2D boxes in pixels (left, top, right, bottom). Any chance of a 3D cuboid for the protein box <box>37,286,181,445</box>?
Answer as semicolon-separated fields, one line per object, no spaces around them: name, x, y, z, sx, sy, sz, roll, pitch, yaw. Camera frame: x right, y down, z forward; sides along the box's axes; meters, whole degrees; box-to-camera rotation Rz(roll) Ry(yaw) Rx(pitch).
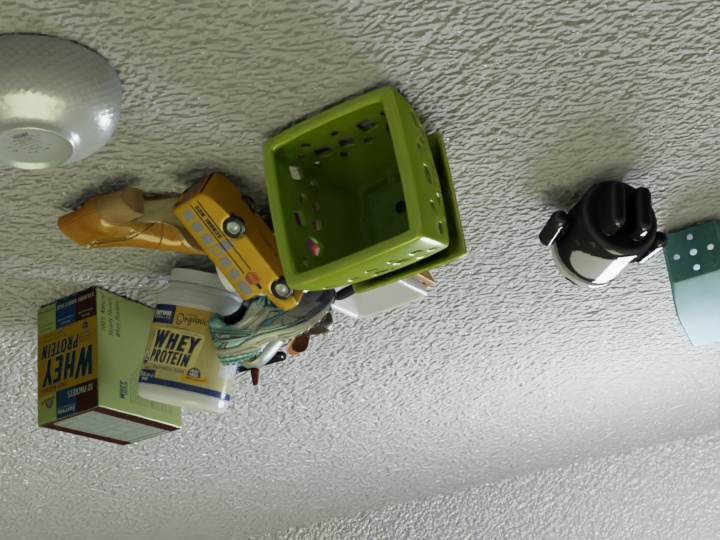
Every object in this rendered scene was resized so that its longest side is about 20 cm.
protein box;-0.411;0.162;1.831;0.134;0.201;0.200;-19;154;26

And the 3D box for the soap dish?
soap dish;0.000;0.000;1.724;0.156;0.082;0.199;-19;154;28

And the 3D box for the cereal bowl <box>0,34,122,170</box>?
cereal bowl;-0.362;-0.168;1.224;0.198;0.084;0.200;-5;158;-2

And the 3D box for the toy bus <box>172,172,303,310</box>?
toy bus;-0.156;-0.032;1.485;0.078;0.065;0.201;-27;113;24

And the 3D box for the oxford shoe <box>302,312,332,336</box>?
oxford shoe;-0.105;0.073;1.787;0.084;0.073;0.200;27;176;-27

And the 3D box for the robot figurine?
robot figurine;0.360;-0.051;1.649;0.125;0.150;0.200;-41;171;-27

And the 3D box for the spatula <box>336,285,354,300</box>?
spatula;0.010;0.006;1.613;0.056;0.021;0.200;6;153;-30

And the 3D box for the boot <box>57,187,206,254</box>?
boot;-0.302;-0.057;1.537;0.143;0.072;0.200;-17;153;37

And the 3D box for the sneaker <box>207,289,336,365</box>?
sneaker;-0.131;0.062;1.630;0.198;0.087;0.078;-27;-164;-3

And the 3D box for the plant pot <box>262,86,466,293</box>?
plant pot;0.017;-0.085;1.396;0.198;0.201;0.181;-20;161;28

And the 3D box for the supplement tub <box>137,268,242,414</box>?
supplement tub;-0.254;0.109;1.714;0.143;0.202;0.144;11;170;2

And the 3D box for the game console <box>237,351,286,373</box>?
game console;-0.255;0.171;2.065;0.175;0.031;0.200;-12;168;23

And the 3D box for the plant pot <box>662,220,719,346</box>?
plant pot;0.581;0.011;1.854;0.140;0.143;0.200;-18;147;24

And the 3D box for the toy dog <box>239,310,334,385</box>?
toy dog;-0.135;0.130;1.907;0.198;0.097;0.132;-20;175;5

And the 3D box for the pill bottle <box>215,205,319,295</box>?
pill bottle;-0.103;-0.031;1.581;0.198;0.114;0.112;-15;156;18
